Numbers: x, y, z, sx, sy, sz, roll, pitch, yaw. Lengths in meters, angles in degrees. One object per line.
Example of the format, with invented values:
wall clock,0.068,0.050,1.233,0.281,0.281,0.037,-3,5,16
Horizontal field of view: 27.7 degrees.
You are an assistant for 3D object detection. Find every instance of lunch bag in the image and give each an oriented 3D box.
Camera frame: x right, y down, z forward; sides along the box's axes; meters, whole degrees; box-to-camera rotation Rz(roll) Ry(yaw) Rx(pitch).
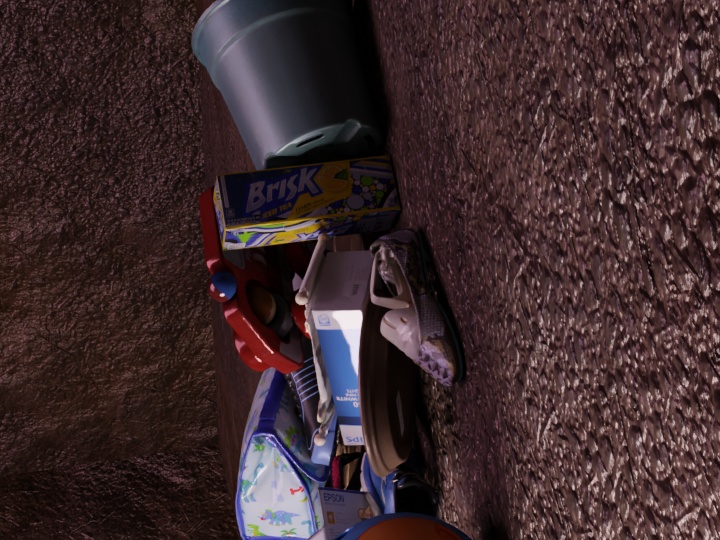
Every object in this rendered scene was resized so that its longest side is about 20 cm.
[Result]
lunch bag,-0.093,0.217,1.834,0.170,0.127,0.201,-79,-16,-51

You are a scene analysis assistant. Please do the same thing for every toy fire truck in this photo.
toy fire truck,-0.123,0.015,1.694,0.168,0.112,0.201,34,-142,-44

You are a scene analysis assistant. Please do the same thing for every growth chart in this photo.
growth chart,-0.040,0.072,1.621,0.145,0.018,0.201,-66,-28,-61

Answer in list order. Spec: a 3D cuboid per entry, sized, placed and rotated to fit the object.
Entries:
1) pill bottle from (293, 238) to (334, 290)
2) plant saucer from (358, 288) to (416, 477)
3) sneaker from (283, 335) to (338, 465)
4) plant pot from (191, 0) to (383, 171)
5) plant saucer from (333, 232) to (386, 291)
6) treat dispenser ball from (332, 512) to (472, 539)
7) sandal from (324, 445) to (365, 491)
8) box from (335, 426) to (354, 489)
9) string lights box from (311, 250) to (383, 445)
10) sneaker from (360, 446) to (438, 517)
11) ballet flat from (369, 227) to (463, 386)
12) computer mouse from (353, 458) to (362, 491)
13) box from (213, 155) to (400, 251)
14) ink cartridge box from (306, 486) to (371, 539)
pill bottle,-0.068,0.027,1.930,0.112,0.111,0.201,103,170,-61
plant saucer,0.032,0.120,1.561,0.200,0.029,0.201,-2,-90,-78
sneaker,-0.061,0.134,1.767,0.070,0.077,0.201,89,-176,-76
plant pot,-0.072,-0.208,1.686,0.200,0.199,0.197,105,147,-63
plant saucer,0.000,0.000,1.779,0.200,0.029,0.201,172,90,-79
treat dispenser ball,0.040,0.329,1.369,0.201,0.200,0.202,173,90,-79
sandal,-0.026,0.260,1.708,0.075,0.045,0.201,99,-169,-49
box,-0.016,0.210,1.889,0.201,0.021,0.164,-81,-5,-50
string lights box,0.000,0.088,1.623,0.103,0.059,0.201,-75,-21,-50
sneaker,0.054,0.248,1.619,0.201,0.078,0.089,-100,32,-46
ballet flat,0.048,0.040,1.493,0.072,0.072,0.201,95,163,-48
computer mouse,0.019,0.256,1.836,0.200,0.044,0.110,112,150,-68
box,-0.061,-0.075,1.634,0.064,0.199,0.070,111,149,-66
ink cartridge box,0.012,0.351,1.639,0.196,0.043,0.201,19,-127,-53
